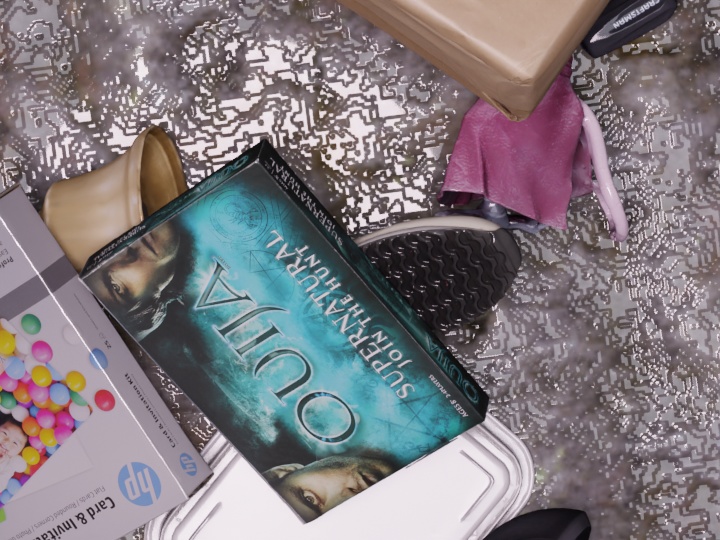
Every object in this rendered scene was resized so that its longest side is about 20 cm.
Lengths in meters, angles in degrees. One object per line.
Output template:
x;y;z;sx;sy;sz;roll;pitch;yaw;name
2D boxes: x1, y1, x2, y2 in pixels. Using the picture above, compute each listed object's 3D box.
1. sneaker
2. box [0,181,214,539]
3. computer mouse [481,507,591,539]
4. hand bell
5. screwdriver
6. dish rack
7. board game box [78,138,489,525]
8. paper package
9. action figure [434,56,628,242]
0.000;0.000;1.562;0.199;0.094;0.070;-21;116;22;sneaker
-0.200;0.073;1.570;0.156;0.041;0.200;-30;98;29;box
0.062;0.215;1.586;0.053;0.139;0.200;31;83;16;computer mouse
-0.205;-0.019;1.596;0.199;0.104;0.105;-8;92;13;hand bell
0.216;-0.181;1.606;0.199;0.028;0.029;-28;63;4;screwdriver
-0.012;0.140;1.611;0.171;0.044;0.200;40;90;-1;dish rack
-0.042;0.038;1.520;0.135;0.028;0.200;-32;110;26;board game box
0.064;-0.213;1.442;0.190;0.103;0.200;33;82;1;paper package
0.099;-0.120;1.558;0.148;0.134;0.201;9;95;-2;action figure
